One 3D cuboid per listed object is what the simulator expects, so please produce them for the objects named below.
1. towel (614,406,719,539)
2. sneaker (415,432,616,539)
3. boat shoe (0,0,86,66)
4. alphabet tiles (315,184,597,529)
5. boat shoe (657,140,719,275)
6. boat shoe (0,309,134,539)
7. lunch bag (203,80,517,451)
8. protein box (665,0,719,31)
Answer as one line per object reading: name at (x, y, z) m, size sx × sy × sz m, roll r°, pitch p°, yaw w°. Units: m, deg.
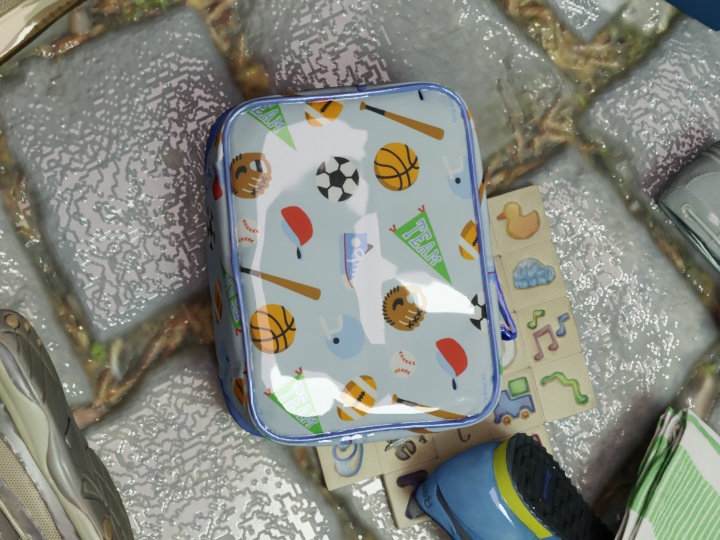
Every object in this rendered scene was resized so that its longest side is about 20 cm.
towel at (0.185, 0.197, 1.079) m, size 0.152 × 0.023 × 0.201 m, roll 41°, pitch 61°, yaw -26°
sneaker at (0.107, 0.178, 1.095) m, size 0.078 × 0.066 × 0.200 m, roll -28°, pitch 112°, yaw 28°
boat shoe at (-0.166, -0.167, 1.022) m, size 0.200 × 0.071 × 0.065 m, roll -40°, pitch 97°, yaw -8°
alphabet tiles at (0.041, 0.037, 1.101) m, size 0.166 × 0.006 × 0.201 m, roll -16°, pitch 93°, yaw -12°
boat shoe at (0.241, 0.022, 1.120) m, size 0.071 × 0.070 × 0.201 m, roll -35°, pitch 93°, yaw 0°
boat shoe at (-0.173, 0.119, 1.022) m, size 0.073 × 0.075 × 0.201 m, roll -21°, pitch 101°, yaw 4°
lunch bag at (0.000, 0.000, 1.052) m, size 0.159 × 0.076 × 0.201 m, roll -6°, pitch 90°, yaw -15°
protein box at (0.175, -0.244, 1.033) m, size 0.199 × 0.198 × 0.135 m, roll 29°, pitch 84°, yaw -11°
